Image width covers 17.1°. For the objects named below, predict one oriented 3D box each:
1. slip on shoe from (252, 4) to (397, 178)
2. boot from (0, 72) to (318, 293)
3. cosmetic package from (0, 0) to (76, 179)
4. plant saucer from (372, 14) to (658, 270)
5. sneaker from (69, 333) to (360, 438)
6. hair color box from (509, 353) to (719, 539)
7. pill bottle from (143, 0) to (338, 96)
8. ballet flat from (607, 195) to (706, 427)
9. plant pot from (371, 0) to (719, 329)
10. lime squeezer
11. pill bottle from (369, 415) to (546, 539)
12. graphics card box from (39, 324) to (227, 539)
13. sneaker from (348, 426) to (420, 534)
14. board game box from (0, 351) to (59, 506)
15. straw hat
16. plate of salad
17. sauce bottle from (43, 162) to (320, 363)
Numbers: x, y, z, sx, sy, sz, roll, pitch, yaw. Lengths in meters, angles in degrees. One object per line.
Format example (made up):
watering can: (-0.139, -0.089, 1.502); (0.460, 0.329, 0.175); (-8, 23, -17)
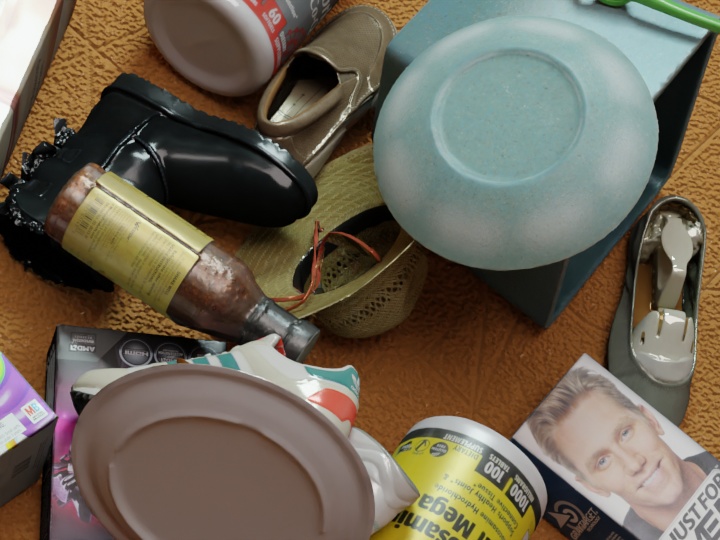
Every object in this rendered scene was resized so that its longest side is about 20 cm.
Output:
slip on shoe: (-0.029, -0.147, 1.825); (0.076, 0.061, 0.200); (18, 49, 22)
boot: (-0.152, -0.047, 1.730); (0.198, 0.073, 0.163); (28, 56, 14)
cosmetic package: (-0.274, -0.157, 1.749); (0.087, 0.103, 0.200); (20, 58, -3)
plant saucer: (0.104, -0.098, 1.651); (0.201, 0.039, 0.201); (-5, 64, 10)
sneaker: (-0.092, 0.085, 1.594); (0.200, 0.070, 0.093); (8, 47, 23)
hair color box: (0.204, 0.164, 1.729); (0.200, 0.061, 0.100); (38, 57, 8)
pill bottle: (-0.069, -0.237, 1.850); (0.116, 0.116, 0.200); (35, 57, 5)
ballet flat: (0.227, 0.030, 1.813); (0.067, 0.064, 0.200); (14, 58, -9)
plant pot: (0.122, -0.119, 1.801); (0.200, 0.196, 0.196); (32, 56, 15)
lime squeezer: (0.184, -0.221, 1.758); (0.071, 0.038, 0.200); (-2, 39, -45)
pill bottle: (0.037, 0.205, 1.622); (0.112, 0.112, 0.200); (32, 57, 3)
graphics card box: (-0.155, 0.139, 1.641); (0.125, 0.051, 0.200); (7, 58, -13)
sneaker: (-0.044, 0.129, 1.625); (0.080, 0.200, 0.070); (-45, 124, -10)
board game box: (-0.310, 0.073, 1.600); (0.103, 0.105, 0.200); (-35, 74, -30)
straw hat: (0.000, 0.000, 1.743); (0.085, 0.201, 0.201); (55, 51, -28)
plate of salad: (-0.086, 0.130, 1.526); (0.200, 0.200, 0.048); (22, 41, -3)
sauce bottle: (-0.121, 0.004, 1.643); (0.200, 0.066, 0.066); (35, 57, 7)
